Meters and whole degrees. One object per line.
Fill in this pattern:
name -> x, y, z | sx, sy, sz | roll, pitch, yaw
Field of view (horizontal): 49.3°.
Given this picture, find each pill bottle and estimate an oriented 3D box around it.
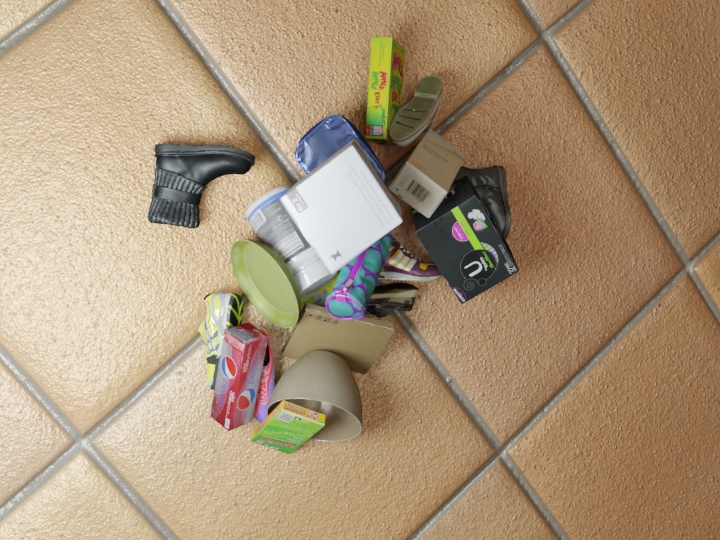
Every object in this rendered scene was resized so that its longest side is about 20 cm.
pill bottle -> -0.136, -0.056, 1.566 | 0.112, 0.114, 0.202 | -30, 82, -12

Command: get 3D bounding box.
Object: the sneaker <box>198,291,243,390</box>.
sneaker -> -0.289, 0.141, 1.594 | 0.075, 0.075, 0.205 | 12, 97, 18

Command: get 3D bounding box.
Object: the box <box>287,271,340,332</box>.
box -> -0.080, 0.038, 1.654 | 0.115, 0.048, 0.205 | 12, 92, -17

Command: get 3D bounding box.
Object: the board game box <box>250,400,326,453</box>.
board game box -> -0.150, 0.322, 1.590 | 0.094, 0.200, 0.030 | 22, 51, -16

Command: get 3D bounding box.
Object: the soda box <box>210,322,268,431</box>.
soda box -> -0.241, 0.211, 1.560 | 0.069, 0.063, 0.204 | -14, 125, -50

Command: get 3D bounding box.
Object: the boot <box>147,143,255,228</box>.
boot -> -0.313, -0.162, 1.551 | 0.206, 0.079, 0.162 | 1, 86, -6

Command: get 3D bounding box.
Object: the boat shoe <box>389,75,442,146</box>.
boat shoe -> 0.124, -0.321, 1.647 | 0.073, 0.069, 0.201 | 19, 56, 23

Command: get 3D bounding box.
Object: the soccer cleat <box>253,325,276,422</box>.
soccer cleat -> -0.204, 0.219, 1.612 | 0.067, 0.073, 0.205 | -6, 95, -16

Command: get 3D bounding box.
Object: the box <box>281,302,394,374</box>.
box -> -0.048, 0.145, 1.626 | 0.196, 0.165, 0.022 | 14, 45, -18

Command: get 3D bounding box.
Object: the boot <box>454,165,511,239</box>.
boot -> 0.227, -0.150, 1.722 | 0.196, 0.072, 0.187 | -5, 82, -23

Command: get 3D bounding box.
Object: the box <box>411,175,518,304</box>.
box -> 0.219, -0.066, 1.658 | 0.147, 0.125, 0.201 | -30, 114, 13

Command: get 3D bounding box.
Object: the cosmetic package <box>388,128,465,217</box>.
cosmetic package -> 0.138, -0.199, 1.584 | 0.103, 0.201, 0.073 | 35, 124, -3

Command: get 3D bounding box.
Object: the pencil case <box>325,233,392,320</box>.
pencil case -> 0.000, 0.000, 1.566 | 0.083, 0.093, 0.203 | 14, 57, 11

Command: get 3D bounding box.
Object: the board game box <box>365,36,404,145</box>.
board game box -> 0.052, -0.370, 1.635 | 0.046, 0.101, 0.205 | 5, 93, 19

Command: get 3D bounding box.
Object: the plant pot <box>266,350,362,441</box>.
plant pot -> -0.084, 0.246, 1.607 | 0.197, 0.200, 0.137 | 21, 55, -16

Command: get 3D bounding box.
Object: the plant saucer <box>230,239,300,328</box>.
plant saucer -> -0.182, 0.020, 1.552 | 0.031, 0.198, 0.203 | -37, 103, -32

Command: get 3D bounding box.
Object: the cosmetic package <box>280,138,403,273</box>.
cosmetic package -> -0.031, -0.125, 1.454 | 0.164, 0.200, 0.166 | -35, 100, 8

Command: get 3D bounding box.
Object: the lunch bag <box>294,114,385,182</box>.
lunch bag -> -0.034, -0.214, 1.605 | 0.135, 0.132, 0.201 | -36, 100, 8

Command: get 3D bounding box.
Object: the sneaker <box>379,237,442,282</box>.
sneaker -> 0.090, -0.025, 1.687 | 0.195, 0.075, 0.093 | 1, 94, -19

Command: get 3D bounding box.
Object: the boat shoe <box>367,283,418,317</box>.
boat shoe -> 0.044, 0.068, 1.661 | 0.196, 0.073, 0.067 | -4, 102, -34
